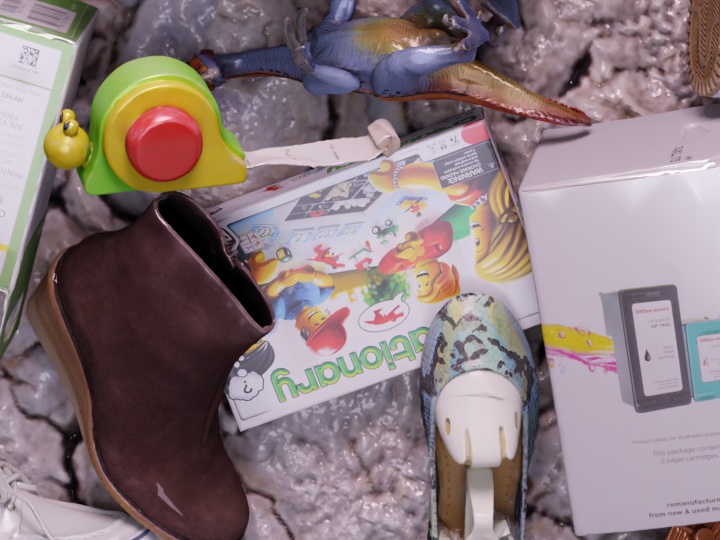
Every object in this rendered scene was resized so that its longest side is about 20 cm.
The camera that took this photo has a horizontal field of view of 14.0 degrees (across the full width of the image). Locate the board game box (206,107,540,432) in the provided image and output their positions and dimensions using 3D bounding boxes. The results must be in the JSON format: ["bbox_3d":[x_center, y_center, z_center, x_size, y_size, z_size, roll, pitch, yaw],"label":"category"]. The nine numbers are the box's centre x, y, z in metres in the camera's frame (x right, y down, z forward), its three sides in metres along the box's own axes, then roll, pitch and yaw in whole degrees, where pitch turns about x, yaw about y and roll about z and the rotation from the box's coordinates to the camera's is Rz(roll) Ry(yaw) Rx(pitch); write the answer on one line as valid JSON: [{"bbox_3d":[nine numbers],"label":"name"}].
[{"bbox_3d":[0.000,0.000,1.695,0.199,0.035,0.127,-20,105,6],"label":"board game box"}]

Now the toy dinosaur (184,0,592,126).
[{"bbox_3d":[-0.004,-0.109,1.633,0.181,0.105,0.201,-22,113,34],"label":"toy dinosaur"}]

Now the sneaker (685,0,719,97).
[{"bbox_3d":[0.245,-0.190,1.623,0.108,0.070,0.202,6,91,-17],"label":"sneaker"}]

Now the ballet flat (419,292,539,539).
[{"bbox_3d":[0.071,0.112,1.687,0.074,0.074,0.201,-3,118,2],"label":"ballet flat"}]

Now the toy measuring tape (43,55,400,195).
[{"bbox_3d":[-0.075,-0.085,1.598,0.198,0.074,0.074,-7,106,-14],"label":"toy measuring tape"}]

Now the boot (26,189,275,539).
[{"bbox_3d":[-0.098,0.063,1.655,0.201,0.072,0.166,54,140,-6],"label":"boot"}]

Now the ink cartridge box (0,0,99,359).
[{"bbox_3d":[-0.204,-0.052,1.649,0.059,0.104,0.201,15,105,-3],"label":"ink cartridge box"}]

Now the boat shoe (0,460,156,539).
[{"bbox_3d":[-0.221,0.142,1.724,0.200,0.075,0.087,-4,103,12],"label":"boat shoe"}]

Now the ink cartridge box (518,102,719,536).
[{"bbox_3d":[0.179,0.022,1.633,0.145,0.147,0.201,-7,104,11],"label":"ink cartridge box"}]

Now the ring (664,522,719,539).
[{"bbox_3d":[0.267,0.194,1.718,0.199,0.019,0.202,0,92,-13],"label":"ring"}]
